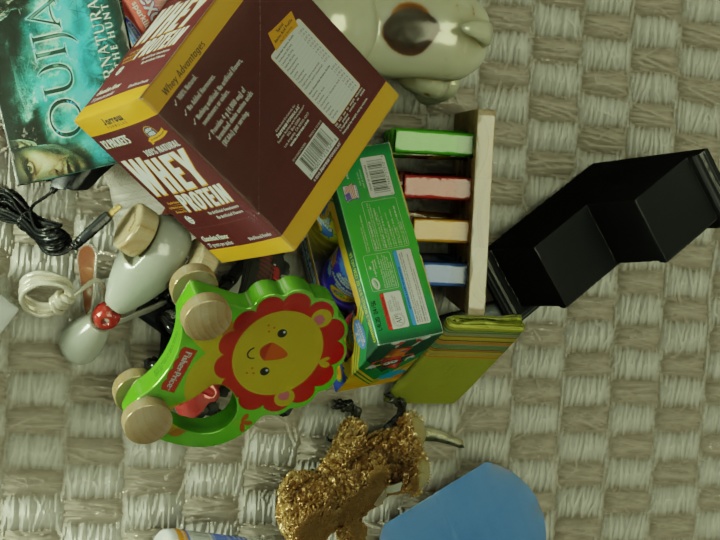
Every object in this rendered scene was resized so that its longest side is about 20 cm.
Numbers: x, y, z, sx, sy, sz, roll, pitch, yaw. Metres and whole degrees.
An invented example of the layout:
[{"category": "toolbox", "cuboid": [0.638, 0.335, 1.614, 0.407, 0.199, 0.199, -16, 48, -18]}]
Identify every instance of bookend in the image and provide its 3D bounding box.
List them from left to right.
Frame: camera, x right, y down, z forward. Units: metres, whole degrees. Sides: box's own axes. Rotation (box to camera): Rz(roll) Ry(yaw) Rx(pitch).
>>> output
[{"category": "bookend", "cuboid": [0.259, -0.032, 1.767, 0.198, 0.200, 0.093, -37, 106, -25]}]

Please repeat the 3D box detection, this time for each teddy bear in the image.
[{"category": "teddy bear", "cuboid": [-0.007, 0.217, 1.741, 0.200, 0.067, 0.146, -39, 137, -16]}]

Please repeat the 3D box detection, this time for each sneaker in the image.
[{"category": "sneaker", "cuboid": [-0.148, 0.047, 1.687, 0.098, 0.071, 0.201, 36, 77, -22]}]

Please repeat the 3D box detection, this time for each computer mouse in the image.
[{"category": "computer mouse", "cuboid": [-0.259, -0.104, 1.615, 0.200, 0.140, 0.046, -40, 138, -13]}]

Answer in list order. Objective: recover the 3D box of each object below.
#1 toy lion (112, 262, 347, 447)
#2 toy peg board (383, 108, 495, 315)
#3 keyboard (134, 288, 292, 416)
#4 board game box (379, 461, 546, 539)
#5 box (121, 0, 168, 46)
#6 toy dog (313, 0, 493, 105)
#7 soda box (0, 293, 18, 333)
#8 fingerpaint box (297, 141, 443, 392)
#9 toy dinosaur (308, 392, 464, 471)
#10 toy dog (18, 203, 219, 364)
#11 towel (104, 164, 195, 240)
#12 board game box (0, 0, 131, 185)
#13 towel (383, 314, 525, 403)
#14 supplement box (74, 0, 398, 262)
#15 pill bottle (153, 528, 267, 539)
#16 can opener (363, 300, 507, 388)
[{"category": "toy lion", "cuboid": [-0.115, 0.089, 1.615, 0.191, 0.069, 0.201, 19, 113, -31]}, {"category": "toy peg board", "cuboid": [0.073, -0.065, 1.725, 0.097, 0.200, 0.201, 3, 94, -3]}, {"category": "keyboard", "cuboid": [-0.147, 0.089, 1.736, 0.199, 0.021, 0.128, 36, 81, -19]}, {"category": "board game box", "cuboid": [0.107, 0.303, 1.841, 0.199, 0.039, 0.159, -30, 109, -11]}, {"category": "box", "cuboid": [-0.185, -0.255, 1.654, 0.102, 0.095, 0.201, -33, 105, -16]}, {"category": "toy dog", "cuboid": [0.017, -0.234, 1.687, 0.198, 0.194, 0.141, 3, 105, -27]}, {"category": "soda box", "cuboid": [-0.416, 0.094, 1.610, 0.063, 0.068, 0.201, 40, 80, -19]}, {"category": "fingerpaint box", "cuboid": [0.000, 0.000, 1.671, 0.073, 0.167, 0.202, -10, 74, -19]}, {"category": "toy dinosaur", "cuboid": [0.015, 0.176, 1.791, 0.199, 0.047, 0.089, -16, 114, -19]}, {"category": "toy dog", "cuboid": [-0.227, -0.001, 1.643, 0.199, 0.097, 0.132, -24, 123, 18]}, {"category": "towel", "cuboid": [-0.155, -0.078, 1.679, 0.198, 0.034, 0.134, -10, 98, 3]}, {"category": "board game box", "cuboid": [-0.278, -0.191, 1.569, 0.134, 0.028, 0.202, -13, 94, -1]}, {"category": "towel", "cuboid": [0.094, 0.093, 1.744, 0.085, 0.200, 0.018, 4, 62, -19]}, {"category": "supplement box", "cuboid": [-0.112, -0.149, 1.544, 0.200, 0.132, 0.198, 45, 63, -23]}, {"category": "pill bottle", "cuboid": [-0.116, 0.330, 1.718, 0.198, 0.112, 0.113, 11, 90, -21]}, {"category": "can opener", "cuboid": [0.079, 0.079, 1.800, 0.199, 0.066, 0.053, -15, 98, -24]}]
